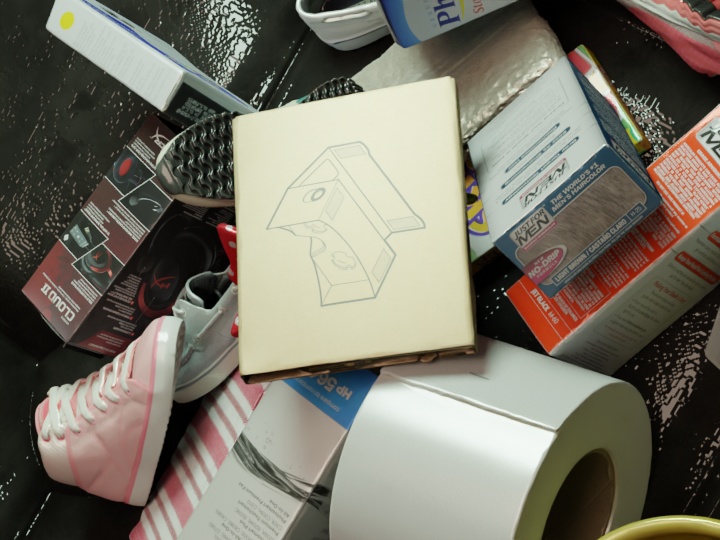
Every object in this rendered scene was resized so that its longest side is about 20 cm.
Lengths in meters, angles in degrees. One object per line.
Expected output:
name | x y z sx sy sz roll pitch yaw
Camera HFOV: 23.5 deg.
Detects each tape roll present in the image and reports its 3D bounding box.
tape roll | 0.091 0.151 1.173 0.139 0.203 0.203 17 86 33

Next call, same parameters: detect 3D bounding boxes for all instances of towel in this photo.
towel | -0.119 0.156 1.352 0.200 0.030 0.146 -61 18 3
towel | 0.065 -0.138 1.342 0.200 0.034 0.133 -37 49 18

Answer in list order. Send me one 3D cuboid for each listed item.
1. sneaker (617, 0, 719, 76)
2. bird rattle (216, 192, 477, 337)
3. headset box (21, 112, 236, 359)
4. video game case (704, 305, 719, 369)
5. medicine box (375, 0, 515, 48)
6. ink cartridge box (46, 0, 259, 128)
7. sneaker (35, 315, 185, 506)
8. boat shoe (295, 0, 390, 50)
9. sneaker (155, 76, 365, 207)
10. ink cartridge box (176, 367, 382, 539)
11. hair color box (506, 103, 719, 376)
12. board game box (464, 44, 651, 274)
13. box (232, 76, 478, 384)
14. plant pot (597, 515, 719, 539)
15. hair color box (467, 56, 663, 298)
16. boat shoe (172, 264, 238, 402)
sneaker | 0.235 -0.182 1.252 0.074 0.087 0.200 -30 37 -11
bird rattle | 0.000 0.000 1.256 0.200 0.163 0.113 -39 51 5
headset box | -0.164 -0.008 1.389 0.075 0.149 0.200 43 100 32
video game case | 0.314 0.054 1.102 0.024 0.182 0.200 -26 54 -27
medicine box | 0.081 -0.290 1.288 0.199 0.103 0.182 -23 47 3
ink cartridge box | -0.159 -0.156 1.396 0.200 0.197 0.047 34 95 32
sneaker | -0.200 0.107 1.351 0.076 0.104 0.201 -82 9 -46
boat shoe | 0.041 -0.239 1.379 0.200 0.065 0.074 -30 64 20
sneaker | -0.078 -0.081 1.297 0.070 0.199 0.093 60 141 6
ink cartridge box | -0.029 0.154 1.273 0.084 0.146 0.200 35 96 31
hair color box | 0.210 -0.017 1.200 0.200 0.111 0.064 -41 62 14
board game box | 0.115 -0.075 1.320 0.200 0.030 0.096 -38 63 20
box | -0.007 -0.028 1.173 0.163 0.021 0.201 -9 65 13
plant pot | 0.228 0.260 1.074 0.200 0.189 0.202 -8 75 28
hair color box | 0.136 -0.068 1.187 0.100 0.061 0.200 -42 17 15
boat shoe | -0.107 0.026 1.358 0.201 0.071 0.070 -44 20 32
